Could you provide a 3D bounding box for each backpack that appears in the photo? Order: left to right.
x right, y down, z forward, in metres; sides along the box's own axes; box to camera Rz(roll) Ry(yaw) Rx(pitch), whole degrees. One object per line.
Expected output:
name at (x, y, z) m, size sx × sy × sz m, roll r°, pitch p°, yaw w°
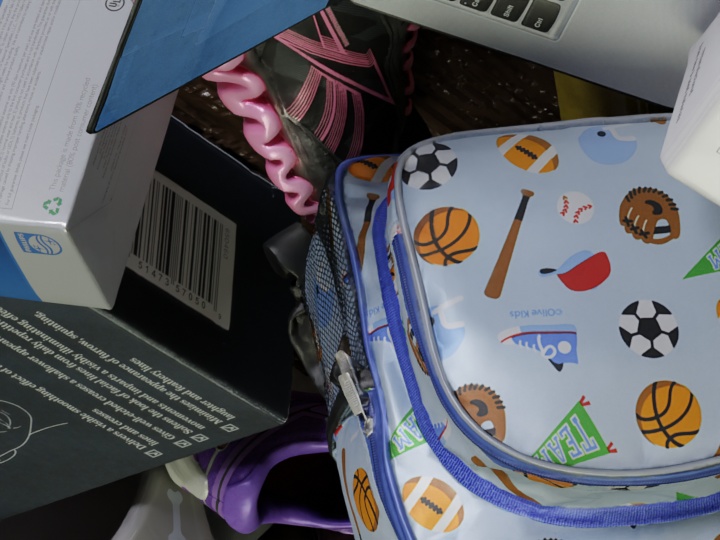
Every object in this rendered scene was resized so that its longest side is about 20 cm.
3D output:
backpack at (0.078, 0.045, 0.916) m, size 0.199 × 0.191 × 0.154 m, roll -7°, pitch 161°, yaw -5°

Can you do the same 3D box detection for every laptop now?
laptop at (0.046, -0.111, 0.809) m, size 0.200 × 0.116 × 0.187 m, roll 18°, pitch 132°, yaw -11°

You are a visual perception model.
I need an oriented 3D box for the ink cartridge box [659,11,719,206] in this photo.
ink cartridge box at (0.206, -0.082, 0.813) m, size 0.145 × 0.084 × 0.200 m, roll 32°, pitch 124°, yaw -5°

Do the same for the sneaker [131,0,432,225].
sneaker at (-0.005, -0.084, 0.959) m, size 0.095 × 0.079 × 0.200 m, roll -21°, pitch 145°, yaw 16°

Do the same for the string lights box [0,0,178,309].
string lights box at (-0.173, -0.054, 0.953) m, size 0.199 × 0.103 × 0.059 m, roll 7°, pitch 152°, yaw 17°

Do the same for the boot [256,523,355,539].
boot at (-0.042, 0.137, 1.236) m, size 0.097 × 0.075 × 0.200 m, roll -22°, pitch -172°, yaw -3°

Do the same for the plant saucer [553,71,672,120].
plant saucer at (0.162, -0.082, 0.960) m, size 0.199 × 0.049 × 0.200 m, roll -2°, pitch 150°, yaw 9°

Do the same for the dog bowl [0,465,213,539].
dog bowl at (-0.155, 0.119, 1.194) m, size 0.200 × 0.200 × 0.059 m, roll -10°, pitch 133°, yaw 22°

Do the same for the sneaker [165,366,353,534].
sneaker at (0.015, 0.083, 1.166) m, size 0.200 × 0.083 × 0.081 m, roll -8°, pitch 125°, yaw -29°

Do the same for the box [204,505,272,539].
box at (-0.138, 0.196, 1.330) m, size 0.198 × 0.172 × 0.200 m, roll -7°, pitch 151°, yaw 18°

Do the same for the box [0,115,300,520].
box at (-0.146, 0.014, 1.092) m, size 0.200 × 0.107 × 0.148 m, roll -20°, pitch 143°, yaw 33°
